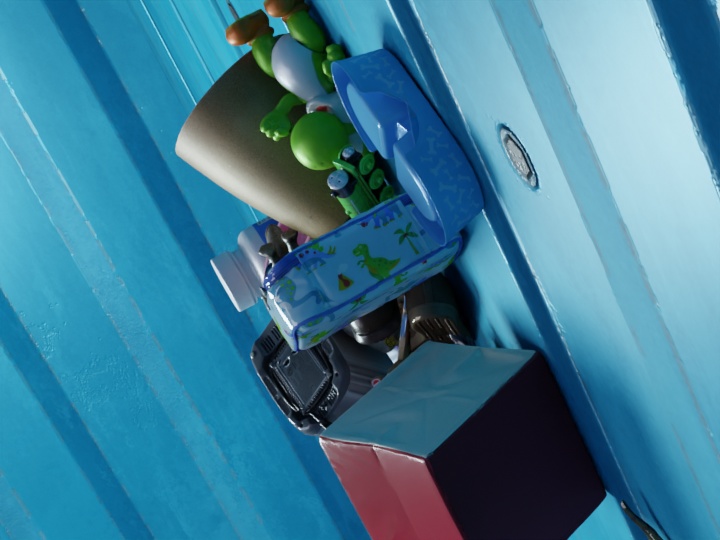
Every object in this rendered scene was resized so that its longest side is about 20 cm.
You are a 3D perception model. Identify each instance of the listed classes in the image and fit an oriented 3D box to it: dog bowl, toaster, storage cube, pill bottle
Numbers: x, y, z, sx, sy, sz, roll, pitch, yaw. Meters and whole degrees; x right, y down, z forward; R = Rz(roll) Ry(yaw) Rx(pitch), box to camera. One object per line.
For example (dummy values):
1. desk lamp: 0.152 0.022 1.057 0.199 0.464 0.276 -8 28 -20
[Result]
1. dog bowl: 0.044 -0.116 1.308 0.200 0.050 0.112 58 172 23
2. toaster: -0.031 0.129 1.756 0.129 0.114 0.200 16 -156 -43
3. storage cube: 0.101 0.191 1.433 0.171 0.200 0.180 3 126 52
4. pill bottle: -0.097 -0.026 1.987 0.112 0.200 0.112 58 172 13

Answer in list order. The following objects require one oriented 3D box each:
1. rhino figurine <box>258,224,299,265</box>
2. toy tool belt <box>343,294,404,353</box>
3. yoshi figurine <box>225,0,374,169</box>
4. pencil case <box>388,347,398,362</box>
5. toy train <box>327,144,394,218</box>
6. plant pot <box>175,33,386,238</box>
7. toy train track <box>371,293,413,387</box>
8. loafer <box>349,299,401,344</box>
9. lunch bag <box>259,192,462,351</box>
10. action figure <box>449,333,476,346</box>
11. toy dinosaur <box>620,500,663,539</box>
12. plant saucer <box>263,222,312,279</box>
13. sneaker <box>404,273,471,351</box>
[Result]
1. rhino figurine: -0.078 0.002 1.656 0.200 0.060 0.088 -128 15 -63
2. toy tool belt: 0.021 0.010 1.791 0.125 0.123 0.200 29 -169 -19
3. yoshi figurine: -0.059 -0.186 1.514 0.200 0.112 0.112 58 166 -4
4. pencil case: 0.072 0.138 1.934 0.091 0.083 0.200 16 139 47
5. toy train: 0.015 -0.062 1.540 0.042 0.056 0.200 28 166 34
6. plant pot: -0.072 -0.128 1.633 0.200 0.186 0.186 44 170 7
7. toy train track: 0.042 0.069 1.680 0.115 0.032 0.200 -36 -44 -65
8. loafer: 0.000 0.000 1.629 0.200 0.073 0.071 -113 -3 -57
9. lunch bag: -0.001 0.001 1.459 0.083 0.200 0.161 60 173 11
10. action figure: 0.113 0.137 1.602 0.119 0.102 0.200 45 171 5
11. toy dinosaur: 0.287 0.303 1.303 0.200 0.047 0.088 57 157 28
12. plant saucer: -0.058 -0.053 1.826 0.051 0.201 0.201 22 -177 -15
13. sneaker: 0.087 0.042 1.630 0.200 0.070 0.076 77 -172 -74
